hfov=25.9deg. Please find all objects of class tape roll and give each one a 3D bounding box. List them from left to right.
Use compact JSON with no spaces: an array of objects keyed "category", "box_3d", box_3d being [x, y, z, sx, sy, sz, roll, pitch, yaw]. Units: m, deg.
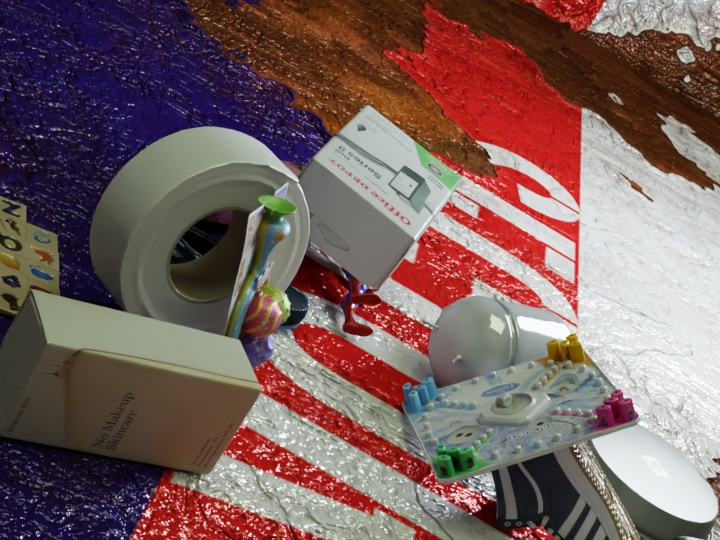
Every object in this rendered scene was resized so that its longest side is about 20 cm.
[{"category":"tape roll","box_3d":[-0.148,-0.032,1.466,0.202,0.203,0.071,10,25,-41]}]

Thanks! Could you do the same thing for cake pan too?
[{"category":"cake pan","box_3d":[0.317,0.232,1.746,0.200,0.037,0.200,27,23,-13]}]

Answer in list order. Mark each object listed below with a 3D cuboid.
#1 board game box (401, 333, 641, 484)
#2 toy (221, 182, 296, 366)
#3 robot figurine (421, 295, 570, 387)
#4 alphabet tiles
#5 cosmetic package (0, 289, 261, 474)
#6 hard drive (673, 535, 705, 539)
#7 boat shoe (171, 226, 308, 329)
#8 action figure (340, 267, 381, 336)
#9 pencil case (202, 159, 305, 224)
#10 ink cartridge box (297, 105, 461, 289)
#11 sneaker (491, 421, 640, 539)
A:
[{"category":"board game box","box_3d":[0.150,0.130,1.541,0.199,0.026,0.200,-16,19,-4]},{"category":"toy","box_3d":[-0.089,0.031,1.419,0.047,0.201,0.115,16,21,10]},{"category":"robot figurine","box_3d":[0.155,0.090,1.724,0.199,0.113,0.170,12,18,-40]},{"category":"alphabet tiles","box_3d":[-0.356,-0.027,1.448,0.166,0.006,0.200,22,25,-24]},{"category":"cosmetic package","box_3d":[-0.195,0.095,1.289,0.199,0.104,0.073,14,29,-34]},{"category":"hard drive","box_3d":[0.415,0.361,1.619,0.139,0.033,0.200,16,28,-33]},{"category":"boat shoe","box_3d":[-0.135,0.001,1.591,0.199,0.069,0.084,21,26,-26]},{"category":"action figure","box_3d":[0.000,0.000,1.775,0.051,0.066,0.200,4,30,-8]},{"category":"pencil case","box_3d":[-0.105,-0.084,1.784,0.199,0.083,0.086,11,19,-41]},{"category":"ink cartridge box","box_3d":[0.013,-0.084,1.746,0.146,0.084,0.200,38,29,0]},{"category":"sneaker","box_3d":[0.202,0.252,1.541,0.201,0.108,0.070,61,17,-11]}]
